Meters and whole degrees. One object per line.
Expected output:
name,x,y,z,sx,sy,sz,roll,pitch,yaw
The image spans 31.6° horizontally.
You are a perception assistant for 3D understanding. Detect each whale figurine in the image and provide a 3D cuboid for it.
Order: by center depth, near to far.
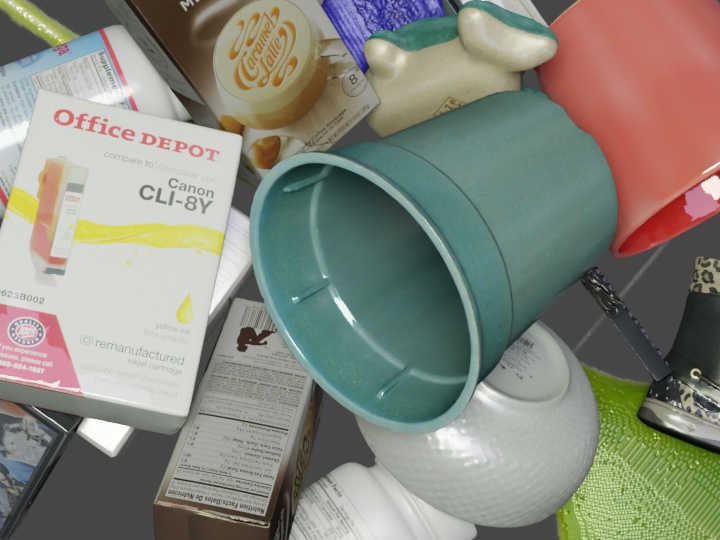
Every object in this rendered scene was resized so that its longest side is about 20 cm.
whale figurine,0.080,-0.161,0.979,0.159,0.200,0.104,19,68,-11

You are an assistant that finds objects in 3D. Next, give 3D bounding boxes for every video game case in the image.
video game case,-0.311,0.096,0.926,0.200,0.181,0.026,37,45,-1

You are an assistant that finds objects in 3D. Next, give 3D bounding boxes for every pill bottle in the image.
pill bottle,-0.019,0.219,0.970,0.200,0.113,0.113,-32,88,-9
pill bottle,-0.212,-0.125,0.989,0.200,0.109,0.109,-23,87,-9

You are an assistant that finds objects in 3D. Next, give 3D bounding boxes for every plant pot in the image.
plant pot,0.063,-0.022,0.874,0.196,0.200,0.200,-31,88,-37
plant pot,0.240,-0.134,1.011,0.200,0.200,0.177,-27,77,-9

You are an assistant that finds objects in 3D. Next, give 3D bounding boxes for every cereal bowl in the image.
cereal bowl,0.097,0.088,0.961,0.200,0.083,0.200,15,43,-15

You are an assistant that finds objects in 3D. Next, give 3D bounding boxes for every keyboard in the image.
keyboard,0.179,0.002,0.997,0.021,0.127,0.200,-38,77,7

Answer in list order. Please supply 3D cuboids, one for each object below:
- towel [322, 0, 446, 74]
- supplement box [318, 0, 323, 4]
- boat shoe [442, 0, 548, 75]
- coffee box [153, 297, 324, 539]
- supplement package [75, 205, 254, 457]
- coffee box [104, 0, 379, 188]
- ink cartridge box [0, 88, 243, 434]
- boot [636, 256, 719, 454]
towel,-0.038,-0.213,1.050,0.200,0.050,0.148,-32,87,-9
supplement box,-0.108,-0.291,0.992,0.200,0.101,0.103,26,69,13
boat shoe,0.102,-0.261,1.060,0.086,0.075,0.202,-33,91,-9
coffee box,-0.080,0.131,0.907,0.080,0.113,0.200,10,42,5
supplement package,-0.174,0.027,0.970,0.121,0.120,0.200,36,80,-1
coffee box,-0.089,-0.167,0.920,0.114,0.080,0.200,-44,129,-9
ink cartridge box,-0.170,-0.005,0.855,0.145,0.083,0.200,13,72,-10
boot,0.345,0.086,1.044,0.203,0.073,0.154,18,83,3
